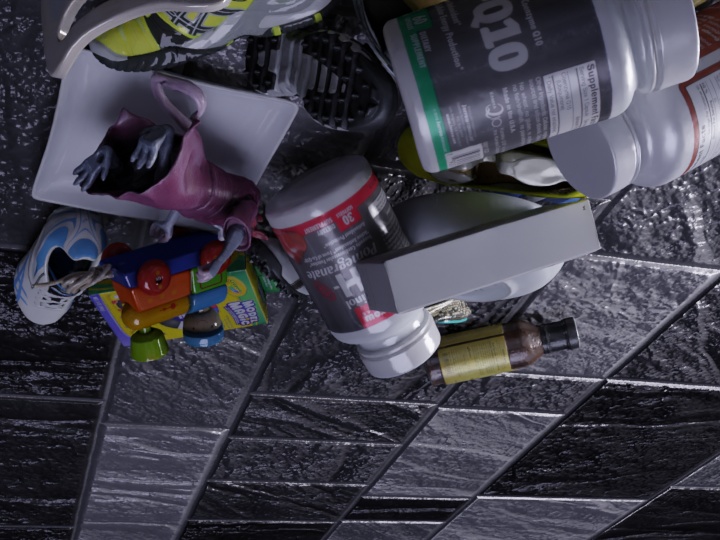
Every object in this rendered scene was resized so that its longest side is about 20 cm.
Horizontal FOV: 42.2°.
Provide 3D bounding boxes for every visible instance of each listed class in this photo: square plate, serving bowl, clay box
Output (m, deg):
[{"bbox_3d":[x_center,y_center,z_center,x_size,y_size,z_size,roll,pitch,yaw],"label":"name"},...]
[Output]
[{"bbox_3d":[-0.181,-0.114,0.847,0.197,0.029,0.200,10,143,-23],"label":"square plate"},{"bbox_3d":[0.117,-0.012,0.969,0.198,0.066,0.200,5,160,2],"label":"serving bowl"},{"bbox_3d":[-0.185,0.024,1.034,0.198,0.048,0.115,-9,146,4],"label":"clay box"}]

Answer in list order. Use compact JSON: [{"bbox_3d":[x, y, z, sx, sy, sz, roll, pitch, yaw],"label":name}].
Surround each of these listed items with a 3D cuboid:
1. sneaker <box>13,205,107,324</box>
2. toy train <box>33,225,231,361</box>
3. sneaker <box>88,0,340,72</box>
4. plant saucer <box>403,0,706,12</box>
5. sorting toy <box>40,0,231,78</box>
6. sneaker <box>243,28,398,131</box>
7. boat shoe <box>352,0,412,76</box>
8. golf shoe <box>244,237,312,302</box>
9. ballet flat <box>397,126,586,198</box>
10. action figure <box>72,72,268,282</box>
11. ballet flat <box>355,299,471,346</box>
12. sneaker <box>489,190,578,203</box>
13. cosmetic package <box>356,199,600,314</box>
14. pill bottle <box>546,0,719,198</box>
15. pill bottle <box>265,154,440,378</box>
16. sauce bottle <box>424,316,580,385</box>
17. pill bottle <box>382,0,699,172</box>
[{"bbox_3d":[-0.315,0.008,0.965,0.071,0.073,0.200,10,144,-27],"label":"sneaker"},{"bbox_3d":[-0.215,0.037,0.899,0.199,0.084,0.117,-21,118,-39],"label":"toy train"},{"bbox_3d":[-0.115,-0.208,0.697,0.198,0.076,0.077,-16,125,9],"label":"sneaker"},{"bbox_3d":[0.154,-0.228,0.701,0.199,0.049,0.200,-28,149,25],"label":"plant saucer"},{"bbox_3d":[-0.139,-0.204,0.582,0.198,0.181,0.107,-18,145,15],"label":"sorting toy"},{"bbox_3d":[-0.012,-0.149,0.716,0.090,0.200,0.067,0,109,-31],"label":"sneaker"},{"bbox_3d":[0.034,-0.186,0.740,0.072,0.071,0.200,-22,143,22],"label":"boat shoe"},{"bbox_3d":[-0.046,-0.012,0.987,0.095,0.078,0.200,-52,147,5],"label":"golf shoe"},{"bbox_3d":[0.119,-0.099,0.831,0.198,0.067,0.067,11,110,20],"label":"ballet flat"},{"bbox_3d":[-0.147,-0.079,0.825,0.199,0.133,0.150,20,96,-53],"label":"action figure"},{"bbox_3d":[0.065,0.038,1.065,0.067,0.076,0.199,8,-165,39],"label":"ballet flat"},{"bbox_3d":[0.209,-0.114,0.884,0.199,0.075,0.082,-15,145,27],"label":"sneaker"},{"bbox_3d":[0.104,-0.012,0.828,0.198,0.051,0.082,-17,-177,-16],"label":"cosmetic package"},{"bbox_3d":[0.254,-0.138,0.756,0.199,0.112,0.113,-27,150,-17],"label":"pill bottle"},{"bbox_3d":[0.000,0.000,0.900,0.110,0.111,0.201,-21,111,20],"label":"pill bottle"},{"bbox_3d":[0.181,0.101,1.202,0.198,0.065,0.065,-11,146,9],"label":"sauce bottle"},{"bbox_3d":[0.124,-0.150,0.658,0.198,0.114,0.113,-17,146,5],"label":"pill bottle"}]
